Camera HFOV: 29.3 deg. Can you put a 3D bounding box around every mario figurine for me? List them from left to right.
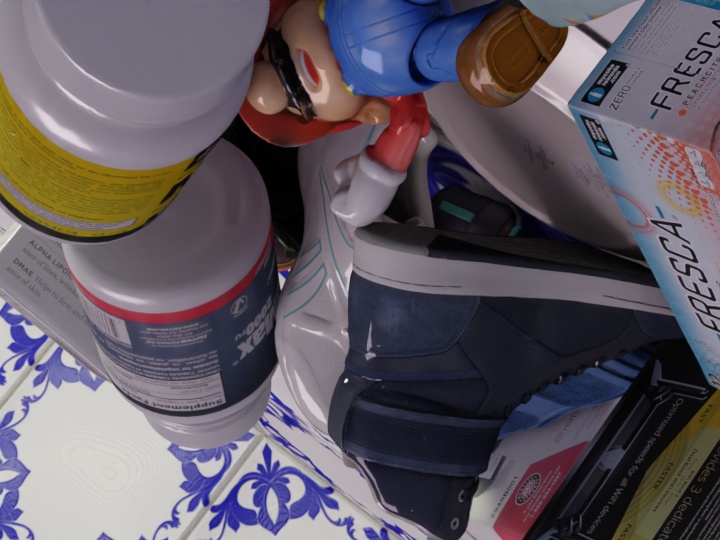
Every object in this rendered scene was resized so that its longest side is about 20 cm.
[{"bbox_3d":[-0.005,-0.091,0.595,0.105,0.125,0.199,15,169,-26],"label":"mario figurine"}]

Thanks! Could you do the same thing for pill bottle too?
[{"bbox_3d":[-0.111,-0.088,0.619,0.114,0.115,0.200,40,158,-7],"label":"pill bottle"},{"bbox_3d":[-0.105,0.021,0.834,0.119,0.120,0.201,33,153,21],"label":"pill bottle"}]

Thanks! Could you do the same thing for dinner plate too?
[{"bbox_3d":[0.089,-0.062,0.667,0.199,0.024,0.200,36,166,10],"label":"dinner plate"}]

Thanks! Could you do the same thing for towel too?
[{"bbox_3d":[0.082,0.059,0.826,0.111,0.049,0.199,27,148,-27],"label":"towel"}]

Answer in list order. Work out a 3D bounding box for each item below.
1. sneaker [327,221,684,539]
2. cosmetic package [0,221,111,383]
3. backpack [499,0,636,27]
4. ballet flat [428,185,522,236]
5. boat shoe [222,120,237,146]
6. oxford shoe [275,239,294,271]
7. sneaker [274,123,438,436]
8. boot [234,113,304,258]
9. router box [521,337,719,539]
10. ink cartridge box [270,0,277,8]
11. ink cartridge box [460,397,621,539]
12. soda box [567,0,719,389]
[{"bbox_3d":[0.077,0.059,0.691,0.199,0.149,0.077,5,-169,-22],"label":"sneaker"},{"bbox_3d":[-0.222,-0.023,1.256,0.165,0.201,0.165,41,167,-15],"label":"cosmetic package"},{"bbox_3d":[0.068,-0.129,0.276,0.167,0.127,0.199,47,162,-19],"label":"backpack"},{"bbox_3d":[0.063,0.008,0.872,0.073,0.073,0.201,34,160,18],"label":"ballet flat"},{"bbox_3d":[-0.111,-0.077,0.860,0.073,0.067,0.200,9,147,3],"label":"boat shoe"},{"bbox_3d":[-0.119,-0.076,1.093,0.199,0.071,0.072,41,162,-5],"label":"oxford shoe"},{"bbox_3d":[0.000,0.000,0.796,0.070,0.204,0.080,-2,-172,-40],"label":"sneaker"},{"bbox_3d":[-0.070,-0.080,0.951,0.162,0.073,0.199,39,164,39],"label":"boot"},{"bbox_3d":[0.165,0.115,0.658,0.052,0.201,0.157,43,167,-22],"label":"router box"},{"bbox_3d":[-0.102,-0.151,0.664,0.158,0.051,0.201,-2,148,15],"label":"ink cartridge box"},{"bbox_3d":[0.128,0.126,0.911,0.085,0.146,0.200,40,166,-14],"label":"ink cartridge box"},{"bbox_3d":[0.155,-0.017,0.548,0.068,0.064,0.200,26,161,43],"label":"soda box"}]
